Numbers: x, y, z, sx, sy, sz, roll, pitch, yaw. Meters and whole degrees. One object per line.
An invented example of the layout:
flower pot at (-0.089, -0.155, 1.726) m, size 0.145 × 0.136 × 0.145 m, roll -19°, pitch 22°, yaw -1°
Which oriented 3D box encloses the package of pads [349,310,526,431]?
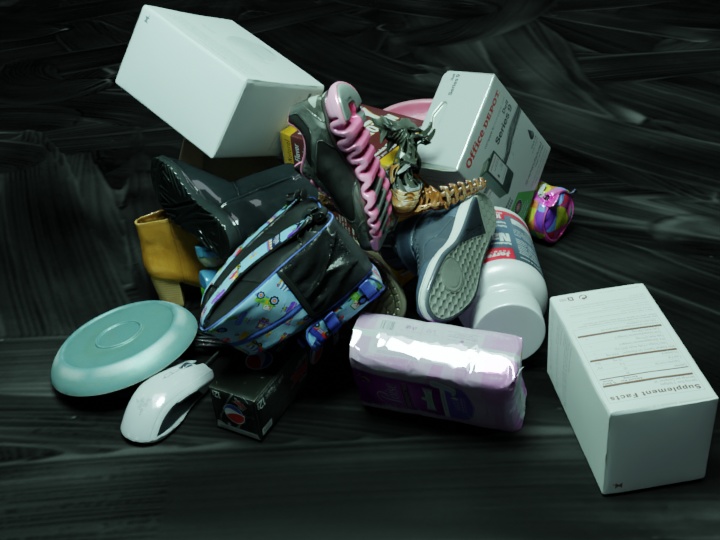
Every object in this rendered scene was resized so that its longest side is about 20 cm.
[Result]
package of pads at (0.090, 0.115, 1.027) m, size 0.196 × 0.121 × 0.077 m, roll 8°, pitch 55°, yaw 18°

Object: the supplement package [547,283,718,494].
supplement package at (0.289, 0.124, 0.994) m, size 0.115 × 0.119 × 0.201 m, roll -8°, pitch 35°, yaw -3°

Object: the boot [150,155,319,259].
boot at (-0.161, -0.103, 1.198) m, size 0.167 × 0.077 × 0.199 m, roll -24°, pitch 50°, yaw -37°

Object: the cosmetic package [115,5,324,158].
cosmetic package at (-0.195, -0.260, 1.270) m, size 0.198 × 0.124 × 0.199 m, roll 38°, pitch 22°, yaw 20°

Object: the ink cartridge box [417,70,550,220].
ink cartridge box at (0.168, -0.157, 1.243) m, size 0.083 × 0.199 × 0.148 m, roll 13°, pitch 76°, yaw 39°

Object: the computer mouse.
computer mouse at (-0.221, 0.133, 1.120) m, size 0.108 × 0.044 × 0.200 m, roll 13°, pitch 39°, yaw 24°

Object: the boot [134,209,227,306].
boot at (-0.205, -0.033, 1.261) m, size 0.198 × 0.146 × 0.071 m, roll -12°, pitch 29°, yaw -9°

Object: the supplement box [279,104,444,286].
supplement box at (0.010, -0.116, 1.306) m, size 0.198 × 0.200 × 0.132 m, roll 21°, pitch 43°, yaw 34°

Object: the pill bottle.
pill bottle at (0.176, 0.018, 1.159) m, size 0.117 × 0.121 × 0.201 m, roll -5°, pitch 35°, yaw 1°

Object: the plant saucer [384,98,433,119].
plant saucer at (0.112, -0.238, 1.595) m, size 0.196 × 0.052 × 0.202 m, roll -3°, pitch 36°, yaw 2°

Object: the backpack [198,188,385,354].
backpack at (-0.090, 0.022, 1.059) m, size 0.200 × 0.135 × 0.183 m, roll -42°, pitch 18°, yaw -1°

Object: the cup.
cup at (-0.198, -0.127, 1.387) m, size 0.141 × 0.203 × 0.201 m, roll 8°, pitch 29°, yaw -23°

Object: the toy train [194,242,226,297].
toy train at (-0.124, -0.004, 1.224) m, size 0.197 × 0.118 × 0.084 m, roll -17°, pitch 20°, yaw -21°

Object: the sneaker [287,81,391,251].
sneaker at (-0.026, -0.113, 1.044) m, size 0.094 × 0.203 × 0.079 m, roll -10°, pitch 23°, yaw 21°

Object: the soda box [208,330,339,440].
soda box at (-0.101, 0.113, 1.115) m, size 0.070 × 0.064 × 0.200 m, roll 13°, pitch 38°, yaw 25°

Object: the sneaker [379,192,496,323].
sneaker at (0.075, -0.004, 1.108) m, size 0.145 × 0.077 × 0.203 m, roll -14°, pitch 32°, yaw 38°

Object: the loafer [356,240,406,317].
loafer at (0.000, 0.000, 1.233) m, size 0.200 × 0.076 × 0.068 m, roll 47°, pitch 19°, yaw 26°

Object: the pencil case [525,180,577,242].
pencil case at (0.230, -0.114, 1.366) m, size 0.088 × 0.090 × 0.199 m, roll -30°, pitch 39°, yaw -31°

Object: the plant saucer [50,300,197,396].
plant saucer at (-0.309, 0.092, 1.172) m, size 0.197 × 0.028 × 0.201 m, roll -13°, pitch 25°, yaw 6°

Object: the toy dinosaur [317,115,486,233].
toy dinosaur at (0.049, -0.112, 1.119) m, size 0.196 × 0.139 × 0.102 m, roll 2°, pitch -1°, yaw -15°
